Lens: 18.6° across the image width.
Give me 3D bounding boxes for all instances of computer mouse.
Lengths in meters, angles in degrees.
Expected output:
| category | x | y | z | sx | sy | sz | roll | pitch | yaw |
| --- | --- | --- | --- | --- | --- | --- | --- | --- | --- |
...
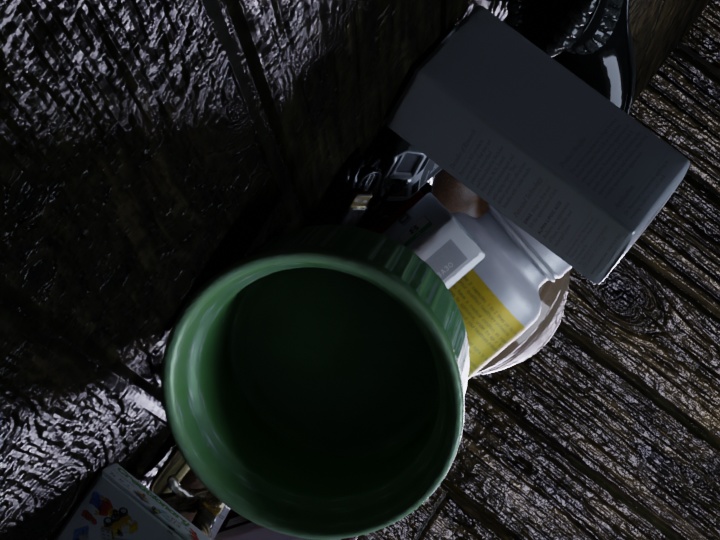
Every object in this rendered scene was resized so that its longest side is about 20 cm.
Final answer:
| category | x | y | z | sx | sy | sz | roll | pitch | yaw |
| --- | --- | --- | --- | --- | --- | --- | --- | --- | --- |
| computer mouse | 0.036 | -0.090 | 1.676 | 0.200 | 0.044 | 0.110 | -42 | 163 | -34 |

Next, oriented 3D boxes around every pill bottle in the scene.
| category | x | y | z | sx | sy | sz | roll | pitch | yaw |
| --- | --- | --- | --- | --- | --- | --- | --- | --- | --- |
| pill bottle | 0.072 | 0.025 | 1.732 | 0.200 | 0.111 | 0.111 | -41 | 174 | 6 |

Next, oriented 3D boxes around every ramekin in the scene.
| category | x | y | z | sx | sy | sz | roll | pitch | yaw |
| --- | --- | --- | --- | --- | --- | --- | --- | --- | --- |
| ramekin | -0.022 | 0.066 | 1.445 | 0.200 | 0.200 | 0.098 | -56 | 180 | 22 |

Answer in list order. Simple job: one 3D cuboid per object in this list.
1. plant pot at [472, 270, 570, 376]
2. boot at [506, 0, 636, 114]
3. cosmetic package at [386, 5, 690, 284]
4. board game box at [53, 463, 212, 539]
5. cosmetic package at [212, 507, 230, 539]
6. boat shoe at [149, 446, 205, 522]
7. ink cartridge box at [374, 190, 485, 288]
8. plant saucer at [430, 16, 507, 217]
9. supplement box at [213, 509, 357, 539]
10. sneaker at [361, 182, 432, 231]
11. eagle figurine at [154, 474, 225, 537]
| category | x | y | z | sx | sy | sz | roll | pitch | yaw |
| --- | --- | --- | --- | --- | --- | --- | --- | --- | --- |
| plant pot | 0.117 | 0.019 | 1.954 | 0.201 | 0.093 | 0.201 | -26 | -136 | 29 |
| boot | 0.167 | -0.180 | 1.741 | 0.158 | 0.079 | 0.212 | -49 | 141 | -64 |
| cosmetic package | 0.131 | -0.093 | 1.614 | 0.102 | 0.200 | 0.074 | -46 | 170 | -41 |
| board game box | -0.184 | 0.254 | 1.560 | 0.200 | 0.126 | 0.035 | -54 | 171 | 14 |
| cosmetic package | -0.189 | 0.295 | 1.932 | 0.200 | 0.081 | 0.113 | -45 | 169 | -45 |
| boat shoe | -0.156 | 0.212 | 1.753 | 0.200 | 0.067 | 0.072 | -55 | -179 | 16 |
| ink cartridge box | 0.000 | 0.000 | 1.688 | 0.161 | 0.050 | 0.200 | -42 | -158 | 2 |
| plant saucer | 0.112 | -0.118 | 1.843 | 0.200 | 0.037 | 0.201 | 22 | 90 | -78 |
| supplement box | -0.041 | 0.184 | 1.906 | 0.109 | 0.061 | 0.200 | -20 | -157 | 29 |
| sneaker | 0.006 | -0.001 | 1.833 | 0.082 | 0.077 | 0.200 | 101 | 14 | -56 |
| eagle figurine | -0.127 | 0.257 | 1.626 | 0.152 | 0.150 | 0.201 | 112 | -22 | -68 |
